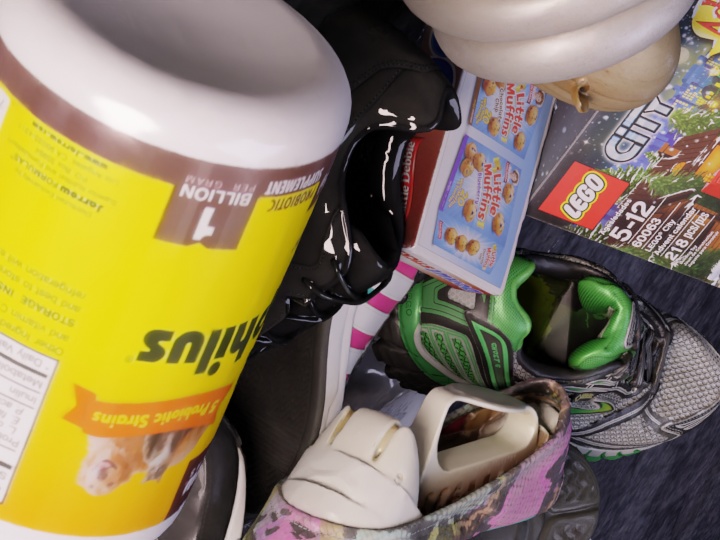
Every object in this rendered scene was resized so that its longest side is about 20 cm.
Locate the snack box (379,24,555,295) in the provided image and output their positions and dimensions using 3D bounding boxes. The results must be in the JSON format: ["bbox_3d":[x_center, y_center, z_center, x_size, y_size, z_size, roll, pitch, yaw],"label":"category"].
[{"bbox_3d":[0.054,-0.096,0.973,0.072,0.024,0.201,26,77,-57],"label":"snack box"}]

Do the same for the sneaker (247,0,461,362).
[{"bbox_3d":[-0.036,-0.004,0.923,0.201,0.091,0.076,-62,162,21],"label":"sneaker"}]

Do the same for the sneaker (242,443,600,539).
[{"bbox_3d":[0.001,0.110,1.149,0.198,0.077,0.114,-14,-175,-20],"label":"sneaker"}]

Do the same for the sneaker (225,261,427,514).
[{"bbox_3d":[0.000,0.000,1.046,0.120,0.084,0.201,-25,145,-41],"label":"sneaker"}]

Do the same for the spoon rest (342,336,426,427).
[{"bbox_3d":[0.029,0.018,1.207,0.200,0.061,0.099,-42,160,0],"label":"spoon rest"}]

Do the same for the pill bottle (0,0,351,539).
[{"bbox_3d":[-0.085,0.009,0.789,0.109,0.109,0.201,-27,146,-56],"label":"pill bottle"}]

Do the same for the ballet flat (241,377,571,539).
[{"bbox_3d":[0.018,0.082,1.025,0.199,0.069,0.072,-19,128,-50],"label":"ballet flat"}]

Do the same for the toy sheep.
[{"bbox_3d":[0.062,-0.139,0.872,0.138,0.137,0.201,-43,125,-33],"label":"toy sheep"}]

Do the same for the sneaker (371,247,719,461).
[{"bbox_3d":[0.097,0.038,1.139,0.199,0.085,0.079,14,76,-45],"label":"sneaker"}]

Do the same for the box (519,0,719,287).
[{"bbox_3d":[0.164,-0.082,0.988,0.136,0.038,0.200,18,125,-27],"label":"box"}]

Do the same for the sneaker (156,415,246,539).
[{"bbox_3d":[-0.117,0.131,0.983,0.201,0.076,0.087,-57,156,3],"label":"sneaker"}]
